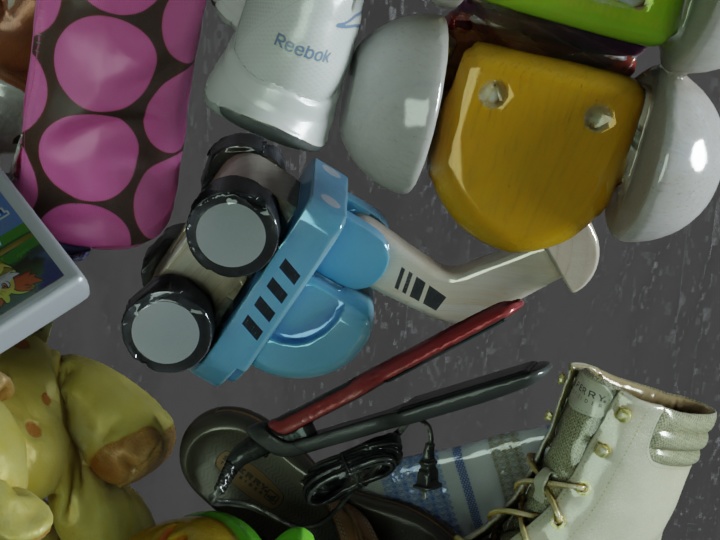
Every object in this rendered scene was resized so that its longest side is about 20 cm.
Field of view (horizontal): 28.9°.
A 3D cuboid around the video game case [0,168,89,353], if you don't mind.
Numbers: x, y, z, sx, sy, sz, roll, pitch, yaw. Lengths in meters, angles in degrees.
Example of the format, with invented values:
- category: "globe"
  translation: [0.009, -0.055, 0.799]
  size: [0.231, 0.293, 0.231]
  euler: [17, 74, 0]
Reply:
- category: "video game case"
  translation: [-0.262, 0.002, 0.677]
  size: [0.200, 0.022, 0.182]
  euler: [-34, 62, -16]

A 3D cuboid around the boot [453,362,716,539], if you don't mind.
- category: "boot"
  translation: [0.088, 0.122, 0.719]
  size: [0.200, 0.072, 0.155]
  euler: [10, 105, -33]

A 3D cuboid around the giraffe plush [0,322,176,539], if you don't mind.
- category: "giraffe plush"
  translation: [-0.207, 0.107, 0.779]
  size: [0.172, 0.162, 0.200]
  euler: [0, 106, 11]

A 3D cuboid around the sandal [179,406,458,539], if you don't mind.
- category: "sandal"
  translation: [-0.019, 0.150, 0.788]
  size: [0.200, 0.055, 0.082]
  euler: [37, 106, 1]

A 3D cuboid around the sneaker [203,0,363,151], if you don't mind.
- category: "sneaker"
  translation: [-0.025, -0.134, 0.663]
  size: [0.074, 0.200, 0.087]
  euler: [18, 120, -18]

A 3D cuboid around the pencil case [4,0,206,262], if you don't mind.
- category: "pencil case"
  translation: [-0.128, -0.108, 0.702]
  size: [0.094, 0.091, 0.200]
  euler: [7, 117, -12]

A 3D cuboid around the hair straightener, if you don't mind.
- category: "hair straightener"
  translation: [0.011, 0.090, 0.734]
  size: [0.200, 0.041, 0.077]
  euler: [-27, 88, 12]

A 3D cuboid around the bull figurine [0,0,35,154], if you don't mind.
- category: "bull figurine"
  translation: [-0.176, -0.155, 0.744]
  size: [0.121, 0.065, 0.200]
  euler: [31, 104, -33]

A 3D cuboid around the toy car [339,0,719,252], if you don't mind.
- category: "toy car"
  translation: [0.089, -0.116, 0.661]
  size: [0.175, 0.150, 0.200]
  euler: [13, 111, -7]

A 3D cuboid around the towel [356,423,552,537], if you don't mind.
- category: "towel"
  translation: [0.073, 0.169, 0.816]
  size: [0.200, 0.024, 0.147]
  euler: [-17, 99, 13]

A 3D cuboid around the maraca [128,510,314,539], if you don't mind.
- category: "maraca"
  translation: [-0.084, 0.195, 0.745]
  size: [0.200, 0.107, 0.137]
  euler: [-14, 60, 49]

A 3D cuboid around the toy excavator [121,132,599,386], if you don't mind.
- category: "toy excavator"
  translation: [0.000, 0.000, 0.758]
  size: [0.200, 0.100, 0.195]
  euler: [31, 108, -13]
